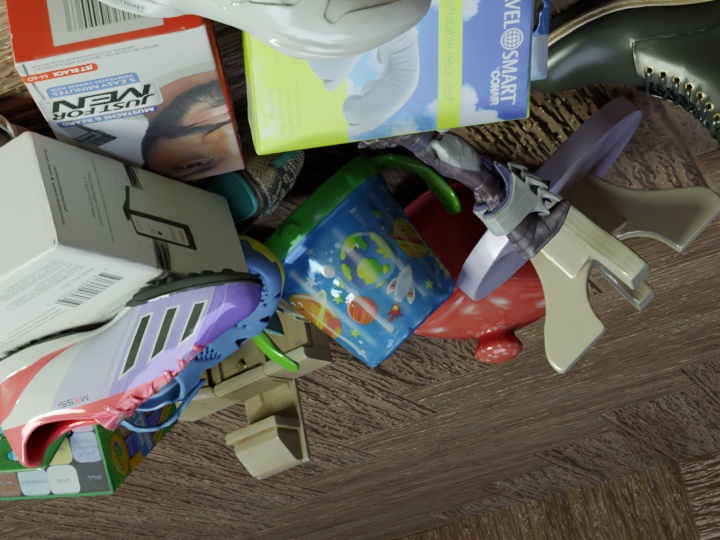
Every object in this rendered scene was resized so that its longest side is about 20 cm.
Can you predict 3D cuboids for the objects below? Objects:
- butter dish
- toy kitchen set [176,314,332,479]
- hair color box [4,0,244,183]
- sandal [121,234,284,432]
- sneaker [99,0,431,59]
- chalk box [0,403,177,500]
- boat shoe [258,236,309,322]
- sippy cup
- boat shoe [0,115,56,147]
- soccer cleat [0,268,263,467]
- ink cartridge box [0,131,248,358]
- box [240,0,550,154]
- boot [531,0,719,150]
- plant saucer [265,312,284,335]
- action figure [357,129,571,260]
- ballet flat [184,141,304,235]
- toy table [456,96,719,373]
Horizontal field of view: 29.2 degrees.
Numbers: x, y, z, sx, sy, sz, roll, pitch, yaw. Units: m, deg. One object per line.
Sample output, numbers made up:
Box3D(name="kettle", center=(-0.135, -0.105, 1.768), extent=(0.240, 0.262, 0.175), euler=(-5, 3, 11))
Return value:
Box3D(name="butter dish", center=(0.111, 0.012, 1.244), extent=(0.200, 0.148, 0.199), euler=(1, 156, -31))
Box3D(name="toy kitchen set", center=(-0.153, 0.116, 1.352), extent=(0.200, 0.163, 0.180), euler=(-26, 157, 32))
Box3D(name="hair color box", center=(-0.140, -0.117, 0.862), extent=(0.111, 0.064, 0.200), euler=(-12, 162, -1))
Box3D(name="sandal", center=(-0.126, 0.055, 1.025), extent=(0.079, 0.087, 0.200), euler=(34, 122, -12))
Box3D(name="sneaker", center=(-0.050, -0.170, 0.721), extent=(0.200, 0.075, 0.100), euler=(7, 138, -18))
Box3D(name="chalk box", center=(-0.260, 0.120, 1.208), extent=(0.125, 0.124, 0.200), euler=(-6, -165, 16))
Box3D(name="boat shoe", center=(-0.057, 0.017, 1.277), extent=(0.063, 0.073, 0.201), euler=(-25, 164, 21))
Box3D(name="sippy cup", center=(0.000, 0.000, 1.094), extent=(0.178, 0.130, 0.140), euler=(-46, 178, 20))
Box3D(name="boat shoe", center=(-0.260, -0.077, 0.908), extent=(0.200, 0.072, 0.069), euler=(12, 151, -32))
Box3D(name="soccer cleat", center=(-0.146, 0.061, 0.890), extent=(0.200, 0.073, 0.068), euler=(-24, 159, 13))
Box3D(name="ink cartridge box", center=(-0.190, -0.003, 0.915), extent=(0.146, 0.084, 0.200), euler=(-28, 158, 24))
Box3D(name="box", center=(0.027, -0.143, 0.848), extent=(0.200, 0.048, 0.122), euler=(-9, 131, -7))
Box3D(name="boot", center=(0.215, -0.123, 0.945), extent=(0.200, 0.138, 0.077), euler=(-17, 160, 16))
Box3D(name="plant saucer", center=(-0.156, 0.014, 1.159), extent=(0.200, 0.036, 0.200), euler=(15, 175, 1))
Box3D(name="action figure", center=(0.054, -0.090, 0.979), extent=(0.200, 0.069, 0.130), euler=(35, 175, -19))
Box3D(name="ballet flat", center=(-0.097, -0.056, 1.050), extent=(0.075, 0.068, 0.200), euler=(-39, -173, -31))
Box3D(name="toy table", center=(0.184, -0.026, 1.094), extent=(0.200, 0.117, 0.184), euler=(-50, 164, 14))
